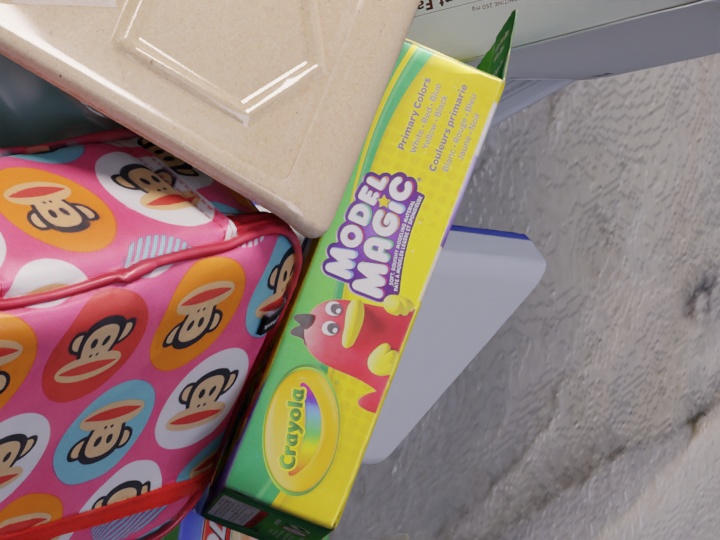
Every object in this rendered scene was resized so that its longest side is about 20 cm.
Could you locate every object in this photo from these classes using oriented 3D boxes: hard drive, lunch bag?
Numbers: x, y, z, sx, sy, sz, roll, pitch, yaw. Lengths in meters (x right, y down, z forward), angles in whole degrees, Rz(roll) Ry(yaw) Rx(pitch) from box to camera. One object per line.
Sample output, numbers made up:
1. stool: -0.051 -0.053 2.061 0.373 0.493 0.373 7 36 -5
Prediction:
1. hard drive: -0.023 0.029 1.255 0.199 0.025 0.132 6 131 -51
2. lunch bag: -0.125 0.046 1.000 0.199 0.082 0.177 -14 138 -47

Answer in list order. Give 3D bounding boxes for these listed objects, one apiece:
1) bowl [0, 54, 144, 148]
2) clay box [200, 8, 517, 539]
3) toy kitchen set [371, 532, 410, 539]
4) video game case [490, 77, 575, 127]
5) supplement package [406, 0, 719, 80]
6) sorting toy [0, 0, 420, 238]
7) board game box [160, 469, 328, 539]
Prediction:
1. bowl: -0.096 -0.102 1.075 0.200 0.105 0.202 0 90 -32
2. clay box: 0.000 0.000 1.094 0.115 0.047 0.201 125 -15 -77
3. toy kitchen set: 0.003 0.241 1.303 0.164 0.199 0.181 -95 170 -57
4. video game case: 0.036 -0.152 1.262 0.200 0.023 0.184 -30 108 -59
5. supplement package: 0.099 -0.189 1.212 0.191 0.146 0.202 -7 86 -61
6. sorting toy: -0.063 -0.132 1.009 0.199 0.036 0.186 32 62 -21
7. board game box: -0.057 0.146 1.160 0.135 0.029 0.201 57 34 -52
